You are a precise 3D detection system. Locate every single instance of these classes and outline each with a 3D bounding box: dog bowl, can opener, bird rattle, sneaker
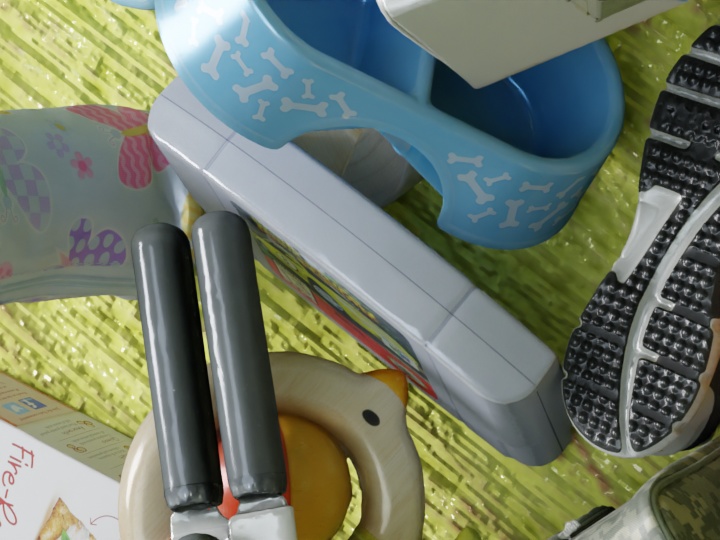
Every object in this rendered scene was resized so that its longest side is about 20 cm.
[{"bbox_3d":[0.018,-0.087,1.156,0.199,0.112,0.050,25,142,-20],"label":"dog bowl"},{"bbox_3d":[-0.056,0.076,1.157,0.052,0.066,0.201,-9,78,12],"label":"can opener"},{"bbox_3d":[-0.043,0.116,1.230,0.198,0.113,0.164,-1,87,-1],"label":"bird rattle"},{"bbox_3d":[0.144,-0.018,1.170,0.073,0.080,0.201,28,92,27],"label":"sneaker"}]

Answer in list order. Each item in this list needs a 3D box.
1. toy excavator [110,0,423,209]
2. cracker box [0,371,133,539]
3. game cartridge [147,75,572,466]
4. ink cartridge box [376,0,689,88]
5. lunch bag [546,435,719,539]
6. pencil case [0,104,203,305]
[{"bbox_3d":[-0.058,-0.134,1.250,0.193,0.100,0.201,10,116,25],"label":"toy excavator"},{"bbox_3d":[-0.134,0.140,1.338,0.199,0.058,0.135,25,107,21],"label":"cracker box"},{"bbox_3d":[0.000,0.000,1.208,0.200,0.133,0.041,38,79,18],"label":"game cartridge"},{"bbox_3d":[0.095,-0.176,1.092,0.199,0.085,0.145,-21,65,20],"label":"ink cartridge box"},{"bbox_3d":[0.110,0.162,1.135,0.168,0.200,0.140,-40,81,25],"label":"lunch bag"},{"bbox_3d":[-0.152,-0.021,1.246,0.083,0.199,0.091,-26,78,34],"label":"pencil case"}]
